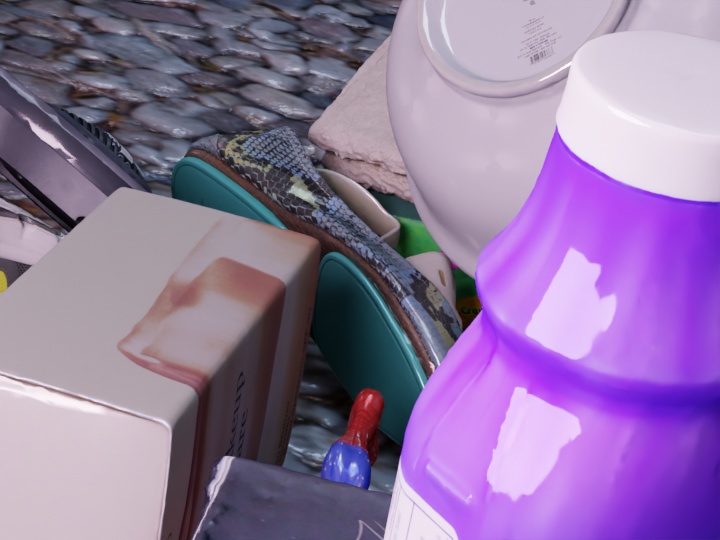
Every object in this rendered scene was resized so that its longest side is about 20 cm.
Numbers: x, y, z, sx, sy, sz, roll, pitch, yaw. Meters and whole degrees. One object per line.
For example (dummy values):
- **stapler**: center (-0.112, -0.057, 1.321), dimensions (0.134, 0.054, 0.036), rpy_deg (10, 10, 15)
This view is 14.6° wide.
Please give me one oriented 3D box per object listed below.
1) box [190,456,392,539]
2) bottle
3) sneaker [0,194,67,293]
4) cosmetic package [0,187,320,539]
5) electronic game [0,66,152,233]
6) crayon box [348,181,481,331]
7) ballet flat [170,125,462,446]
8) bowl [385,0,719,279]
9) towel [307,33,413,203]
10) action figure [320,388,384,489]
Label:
- **box**: center (0.029, 0.164, 0.709), dimensions (0.200, 0.117, 0.197), rpy_deg (14, 29, 6)
- **bottle**: center (0.048, 0.048, 0.596), dimensions (0.084, 0.200, 0.065), rpy_deg (-13, 37, -34)
- **sneaker**: center (-0.179, 0.003, 1.116), dimensions (0.074, 0.085, 0.200), rpy_deg (29, 5, 26)
- **cosmetic package**: center (-0.083, 0.052, 0.993), dimensions (0.087, 0.103, 0.200), rpy_deg (14, 22, 9)
- **electronic game**: center (-0.117, -0.040, 1.173), dimensions (0.200, 0.042, 0.200), rpy_deg (40, -6, 5)
- **crayon box**: center (0.075, -0.033, 1.300), dimensions (0.119, 0.058, 0.200), rpy_deg (13, 29, 28)
- **ballet flat**: center (0.000, 0.000, 1.177), dimensions (0.074, 0.074, 0.200), rpy_deg (-7, 42, -42)
- **bowl**: center (0.084, -0.094, 1.128), dimensions (0.201, 0.201, 0.090), rpy_deg (30, -5, 40)
- **towel**: center (0.085, -0.068, 1.217), dimensions (0.200, 0.034, 0.133), rpy_deg (22, 61, 39)
- **action figure**: center (-0.003, 0.106, 0.973), dimensions (0.065, 0.052, 0.200), rpy_deg (10, 25, 12)
